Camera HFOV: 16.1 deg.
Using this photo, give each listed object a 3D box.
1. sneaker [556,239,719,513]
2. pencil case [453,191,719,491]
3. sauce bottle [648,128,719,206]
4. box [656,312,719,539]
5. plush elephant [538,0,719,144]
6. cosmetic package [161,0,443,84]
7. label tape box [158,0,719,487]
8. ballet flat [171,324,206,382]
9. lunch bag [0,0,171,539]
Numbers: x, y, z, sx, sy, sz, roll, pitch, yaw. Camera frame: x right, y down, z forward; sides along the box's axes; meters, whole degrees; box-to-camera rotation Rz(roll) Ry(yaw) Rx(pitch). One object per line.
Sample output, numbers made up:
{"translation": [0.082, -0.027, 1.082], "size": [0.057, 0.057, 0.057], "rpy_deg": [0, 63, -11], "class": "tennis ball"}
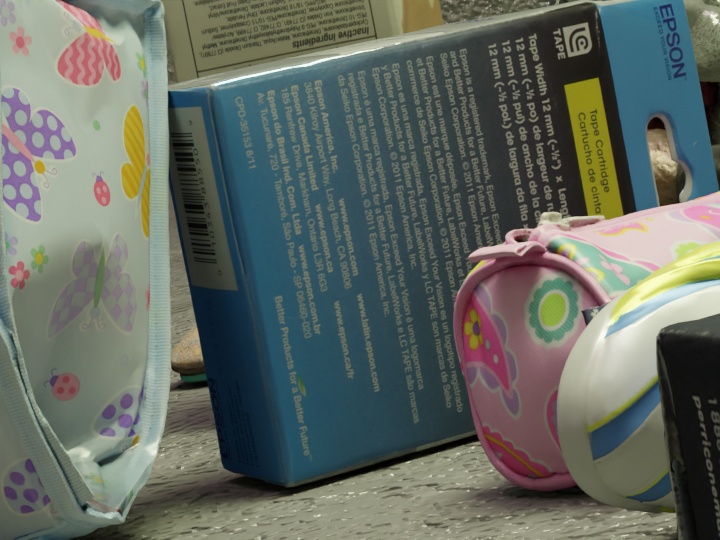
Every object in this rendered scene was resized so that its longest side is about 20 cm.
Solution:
{"translation": [0.154, 0.023, 0.697], "size": [0.199, 0.076, 0.105], "rpy_deg": [-14, 7, -29], "class": "sneaker"}
{"translation": [0.119, 0.009, 0.847], "size": [0.199, 0.088, 0.087], "rpy_deg": [-15, 8, -41], "class": "pencil case"}
{"translation": [0.138, -0.044, 1.360], "size": [0.199, 0.065, 0.064], "rpy_deg": [-7, 7, 46], "class": "sauce bottle"}
{"translation": [0.160, 0.045, 0.360], "size": [0.147, 0.105, 0.200], "rpy_deg": [-14, 7, -25], "class": "box"}
{"translation": [0.197, -0.109, 1.561], "size": [0.154, 0.165, 0.201], "rpy_deg": [25, 26, -28], "class": "plush elephant"}
{"translation": [-0.012, -0.048, 1.051], "size": [0.104, 0.202, 0.071], "rpy_deg": [-8, 6, 18], "class": "cosmetic package"}
{"translation": [0.035, -0.017, 0.940], "size": [0.199, 0.145, 0.066], "rpy_deg": [-14, 7, -27], "class": "label tape box"}
{"translation": [0.000, 0.000, 1.208], "size": [0.198, 0.068, 0.068], "rpy_deg": [-13, 6, -10], "class": "ballet flat"}
{"translation": [-0.158, 0.002, 0.869], "size": [0.168, 0.202, 0.127], "rpy_deg": [-10, -15, 30], "class": "lunch bag"}
